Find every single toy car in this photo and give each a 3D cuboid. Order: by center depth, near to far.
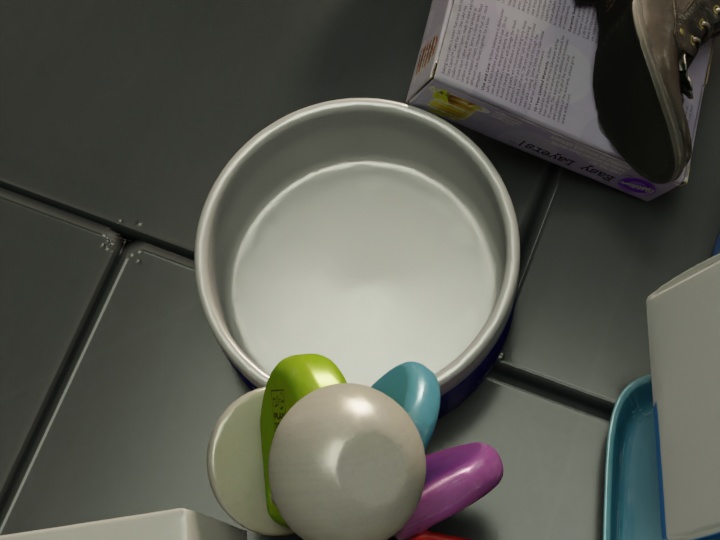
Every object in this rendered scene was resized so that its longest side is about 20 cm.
[{"bbox_3d":[0.012,0.138,0.830,0.149,0.175,0.202,-12,89,-22],"label":"toy car"}]

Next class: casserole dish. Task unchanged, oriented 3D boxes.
[{"bbox_3d":[0.202,0.153,0.910,0.120,0.039,0.202,4,71,5],"label":"casserole dish"}]

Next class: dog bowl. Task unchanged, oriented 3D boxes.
[{"bbox_3d":[0.000,0.000,0.960,0.198,0.079,0.202,-2,69,4],"label":"dog bowl"}]

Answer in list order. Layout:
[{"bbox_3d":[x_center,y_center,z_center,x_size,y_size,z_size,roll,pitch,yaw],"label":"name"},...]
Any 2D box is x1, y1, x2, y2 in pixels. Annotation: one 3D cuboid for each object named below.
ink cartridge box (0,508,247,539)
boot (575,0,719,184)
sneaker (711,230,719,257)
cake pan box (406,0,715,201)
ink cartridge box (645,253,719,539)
[{"bbox_3d":[-0.141,0.246,0.863,0.146,0.086,0.202,-11,70,17],"label":"ink cartridge box"},{"bbox_3d":[0.225,-0.159,0.955,0.172,0.069,0.202,-8,78,-20],"label":"boot"},{"bbox_3d":[0.280,-0.073,0.964,0.075,0.079,0.202,18,72,10],"label":"sneaker"},{"bbox_3d":[0.139,-0.169,0.991,0.183,0.052,0.202,19,71,-17],"label":"cake pan box"},{"bbox_3d":[0.268,0.084,0.862,0.198,0.086,0.148,10,67,-24],"label":"ink cartridge box"}]
